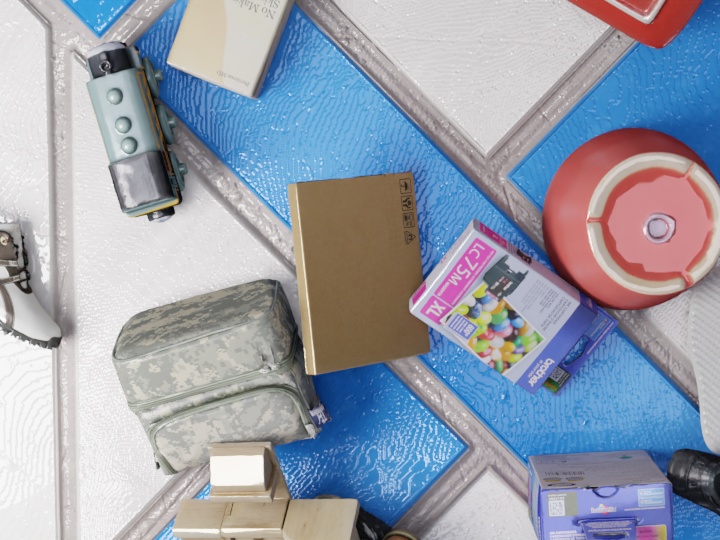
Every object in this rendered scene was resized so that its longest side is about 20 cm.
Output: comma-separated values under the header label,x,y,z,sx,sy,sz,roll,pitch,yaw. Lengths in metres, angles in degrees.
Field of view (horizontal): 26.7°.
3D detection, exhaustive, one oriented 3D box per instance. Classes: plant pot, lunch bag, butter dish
label,x,y,z,sx,sy,sz,roll,pitch,yaw
plant pot,0.294,-0.050,1.574,0.199,0.177,0.202,0,94,1
lunch bag,-0.146,0.120,1.619,0.199,0.140,0.169,-16,111,4
butter dish,0.291,-0.371,1.581,0.199,0.148,0.200,30,137,0

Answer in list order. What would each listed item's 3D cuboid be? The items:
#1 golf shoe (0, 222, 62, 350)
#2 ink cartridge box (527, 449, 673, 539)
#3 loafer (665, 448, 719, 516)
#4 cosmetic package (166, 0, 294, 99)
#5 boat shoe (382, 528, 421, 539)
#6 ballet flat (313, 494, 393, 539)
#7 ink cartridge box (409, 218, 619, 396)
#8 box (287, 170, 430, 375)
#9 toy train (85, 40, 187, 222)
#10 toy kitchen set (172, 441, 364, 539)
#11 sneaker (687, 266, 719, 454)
label,x,y,z,sx,sy,sz,roll,pitch,yaw
golf shoe,-0.387,0.000,1.642,0.200,0.078,0.095,43,93,-2
ink cartridge box,0.247,0.244,1.578,0.135,0.200,0.077,-3,93,2
loafer,0.403,0.235,1.598,0.200,0.070,0.069,21,84,-38
cosmetic package,-0.124,-0.294,1.622,0.105,0.071,0.201,20,93,0
boat shoe,0.032,0.377,1.624,0.071,0.068,0.201,13,112,18
ballet flat,0.030,0.308,1.671,0.199,0.057,0.067,33,121,4
ink cartridge box,0.166,0.049,1.622,0.199,0.042,0.120,33,110,-12
box,0.000,0.000,1.612,0.163,0.021,0.202,-8,94,-38
toy train,-0.240,-0.148,1.611,0.085,0.114,0.201,-15,93,2
toy kitchen set,-0.112,0.296,1.555,0.198,0.181,0.164,-3,131,15
sneaker,0.405,0.098,1.631,0.079,0.078,0.202,5,80,-34
